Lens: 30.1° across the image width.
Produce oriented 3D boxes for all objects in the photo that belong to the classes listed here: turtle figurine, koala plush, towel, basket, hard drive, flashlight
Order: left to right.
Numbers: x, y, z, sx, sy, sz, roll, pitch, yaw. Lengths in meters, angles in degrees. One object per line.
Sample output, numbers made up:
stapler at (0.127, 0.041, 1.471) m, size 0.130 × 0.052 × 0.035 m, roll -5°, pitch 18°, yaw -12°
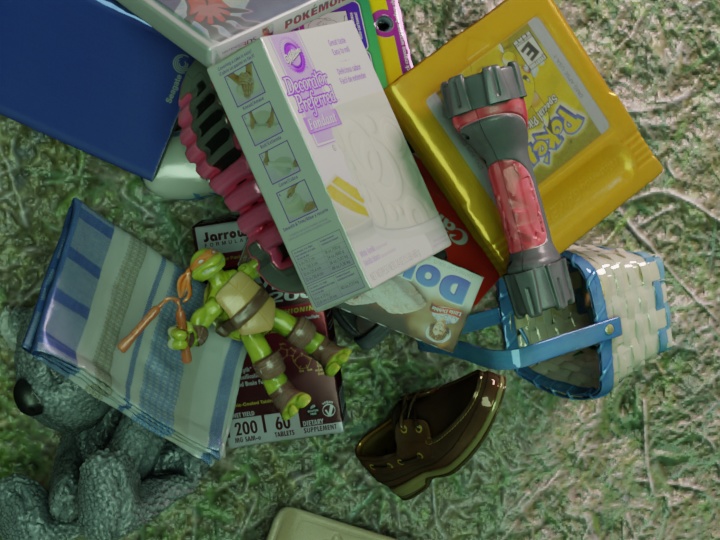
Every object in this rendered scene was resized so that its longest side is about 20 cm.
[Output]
hard drive at (-0.240, -0.173, 1.109) m, size 0.199 × 0.025 × 0.133 m, roll 24°, pitch 113°, yaw -6°
koala plush at (-0.227, 0.109, 1.125) m, size 0.183 × 0.177 × 0.201 m, roll -28°, pitch 96°, yaw -47°
towel at (-0.169, 0.050, 1.065) m, size 0.200 × 0.024 × 0.148 m, roll 37°, pitch 48°, yaw -34°
turtle figurine at (-0.095, 0.043, 1.086) m, size 0.161 × 0.064 × 0.200 m, roll 49°, pitch 57°, yaw -9°
flashlight at (0.120, -0.063, 1.072) m, size 0.067 × 0.068 × 0.202 m, roll -15°, pitch 91°, yaw -17°
basket at (0.169, 0.048, 1.200) m, size 0.199 × 0.176 × 0.140 m, roll -10°, pitch 99°, yaw -22°

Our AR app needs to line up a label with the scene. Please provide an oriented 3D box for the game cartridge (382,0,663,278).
game cartridge at (0.139, -0.117, 1.129) m, size 0.176 × 0.032 × 0.201 m, roll -37°, pitch 96°, yaw -15°

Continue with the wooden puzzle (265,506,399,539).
wooden puzzle at (-0.022, 0.329, 1.255) m, size 0.199 × 0.046 × 0.186 m, roll 20°, pitch 91°, yaw -19°

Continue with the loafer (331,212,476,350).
loafer at (0.053, -0.017, 1.223) m, size 0.063 × 0.072 × 0.200 m, roll 43°, pitch 88°, yaw -9°

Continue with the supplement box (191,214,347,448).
supplement box at (-0.079, 0.048, 1.190) m, size 0.108 × 0.061 × 0.202 m, roll -9°, pitch 97°, yaw 4°

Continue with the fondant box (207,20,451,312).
fondant box at (-0.020, -0.085, 1.031) m, size 0.058 × 0.144 × 0.201 m, roll -24°, pitch 92°, yaw 32°

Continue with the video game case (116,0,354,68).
video game case at (-0.113, -0.249, 1.083) m, size 0.182 × 0.200 × 0.023 m, roll -32°, pitch 145°, yaw -31°

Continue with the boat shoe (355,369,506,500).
boat shoe at (0.059, 0.142, 1.185) m, size 0.067 × 0.200 × 0.072 m, roll 30°, pitch 51°, yaw -11°

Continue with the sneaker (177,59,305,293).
sneaker at (-0.071, -0.084, 1.066) m, size 0.095 × 0.079 × 0.201 m, roll -35°, pitch 102°, yaw -46°

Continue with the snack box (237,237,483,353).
snack box at (0.000, 0.000, 1.140) m, size 0.199 × 0.024 × 0.072 m, roll 22°, pitch 93°, yaw -4°

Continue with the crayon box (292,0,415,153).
crayon box at (-0.049, -0.192, 1.151) m, size 0.171 × 0.058 × 0.202 m, roll -9°, pitch 75°, yaw -12°

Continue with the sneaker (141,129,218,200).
sneaker at (-0.094, -0.097, 1.179) m, size 0.198 × 0.072 × 0.072 m, roll -6°, pitch 99°, yaw -11°

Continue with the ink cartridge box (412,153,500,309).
ink cartridge box at (0.100, -0.091, 1.186) m, size 0.162 × 0.050 × 0.200 m, roll 38°, pitch 73°, yaw 16°
